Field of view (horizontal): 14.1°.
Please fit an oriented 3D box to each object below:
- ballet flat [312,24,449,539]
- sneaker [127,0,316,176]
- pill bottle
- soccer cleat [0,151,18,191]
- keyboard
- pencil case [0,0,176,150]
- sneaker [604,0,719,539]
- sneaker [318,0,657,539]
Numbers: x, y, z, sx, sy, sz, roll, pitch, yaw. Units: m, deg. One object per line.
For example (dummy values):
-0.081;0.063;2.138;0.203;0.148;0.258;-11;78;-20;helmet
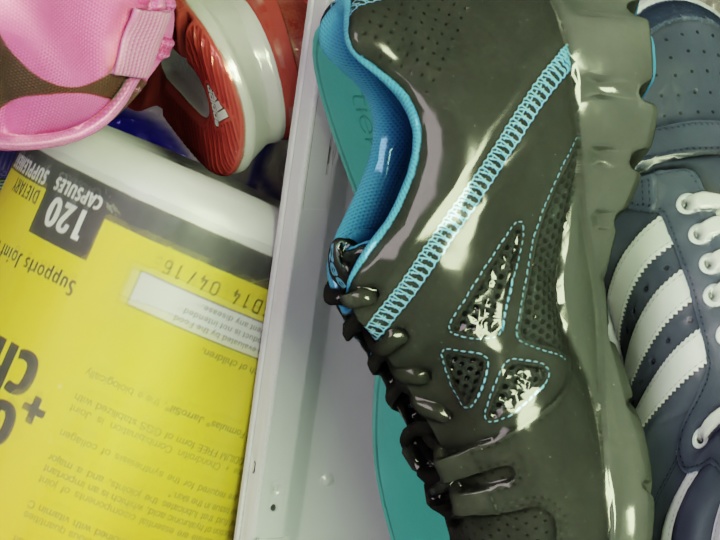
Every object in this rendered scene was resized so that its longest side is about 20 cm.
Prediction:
0.037;0.009;0.820;0.069;0.069;0.200;4;114;36;ballet flat
-0.022;-0.094;0.911;0.115;0.078;0.200;-17;34;-14;sneaker
-0.085;0.062;0.875;0.112;0.112;0.200;25;93;36;pill bottle
-0.166;0.034;0.928;0.084;0.065;0.200;41;72;8;soccer cleat
0.000;0.000;0.835;0.011;0.056;0.200;25;111;53;keyboard
-0.115;-0.083;0.867;0.091;0.094;0.200;-64;20;2;pencil case
0.103;0.019;0.756;0.108;0.070;0.200;161;110;-66;sneaker
0.027;0.021;0.744;0.073;0.082;0.200;178;91;-70;sneaker
